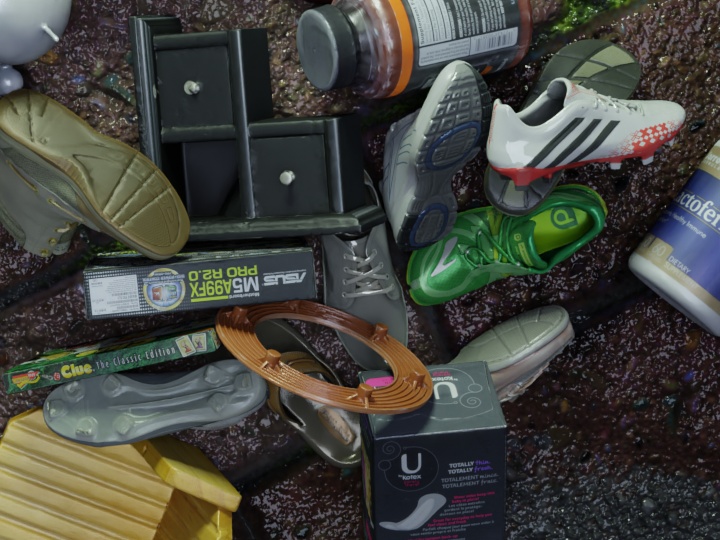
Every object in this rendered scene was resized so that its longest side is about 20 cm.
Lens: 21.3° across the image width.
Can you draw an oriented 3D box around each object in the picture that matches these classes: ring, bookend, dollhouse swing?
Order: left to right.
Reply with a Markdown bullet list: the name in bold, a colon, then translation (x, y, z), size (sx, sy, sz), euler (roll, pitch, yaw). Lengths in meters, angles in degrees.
- **dollhouse swing**: translation (-0.242, 0.242, 1.713), size (0.175, 0.182, 0.201), euler (22, 95, -27)
- **bookend**: translation (-0.089, -0.130, 1.680), size (0.198, 0.092, 0.200), euler (-1, 98, 16)
- **ring**: translation (-0.029, 0.066, 1.653), size (0.199, 0.201, 0.019), euler (18, 109, -7)

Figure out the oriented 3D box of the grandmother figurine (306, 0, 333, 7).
- **grandmother figurine**: translation (-0.023, -0.286, 1.719), size (0.120, 0.061, 0.202), euler (3, 101, 22)

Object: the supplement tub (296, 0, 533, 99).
- **supplement tub**: translation (0.045, -0.211, 1.675), size (0.199, 0.107, 0.108), euler (-15, 99, -27)

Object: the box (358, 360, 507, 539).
- **box**: translation (0.064, 0.194, 1.722), size (0.121, 0.106, 0.201), euler (-5, 123, -6)

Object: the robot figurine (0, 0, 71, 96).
- **robot figurine**: translation (-0.327, -0.234, 1.634), size (0.199, 0.113, 0.171), euler (7, 113, 37)

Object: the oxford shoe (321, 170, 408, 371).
- **oxford shoe**: translation (0.000, 0.000, 1.754), size (0.075, 0.058, 0.202), euler (-12, 100, -7)

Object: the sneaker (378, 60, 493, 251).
- **sneaker**: translation (0.054, -0.110, 1.690), size (0.074, 0.087, 0.201), euler (-10, 140, -31)

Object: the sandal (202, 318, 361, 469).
- **sandal**: translation (-0.061, 0.110, 1.762), size (0.200, 0.054, 0.080), euler (43, 92, -8)

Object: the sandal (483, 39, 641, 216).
- **sandal**: translation (0.178, -0.133, 1.750), size (0.080, 0.057, 0.201), euler (38, 77, 9)

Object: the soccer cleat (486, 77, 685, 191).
- **soccer cleat**: translation (0.200, -0.132, 1.674), size (0.199, 0.069, 0.086), euler (-15, 117, -20)

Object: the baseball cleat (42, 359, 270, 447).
- **baseball cleat**: translation (-0.179, 0.127, 1.710), size (0.198, 0.107, 0.070), euler (-5, 72, 3)

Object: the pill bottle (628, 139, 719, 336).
- **pill bottle**: translation (0.346, -0.050, 1.748), size (0.115, 0.116, 0.200), euler (37, 92, -8)

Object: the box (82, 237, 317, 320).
- **box**: translation (-0.141, 0.004, 1.689), size (0.198, 0.160, 0.045), euler (-5, 96, -5)

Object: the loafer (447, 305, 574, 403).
- **loafer**: translation (0.115, 0.105, 1.777), size (0.199, 0.072, 0.063), euler (-30, 115, 5)

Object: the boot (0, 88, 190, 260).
- **boot**: translation (-0.243, -0.054, 1.672), size (0.200, 0.155, 0.072), euler (37, 57, 5)

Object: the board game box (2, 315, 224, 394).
- **board game box**: translation (-0.206, 0.071, 1.691), size (0.199, 0.105, 0.024), euler (-12, 99, 14)

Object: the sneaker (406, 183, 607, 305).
- **sneaker**: translation (0.133, -0.027, 1.748), size (0.199, 0.084, 0.074), euler (-24, 99, -1)
